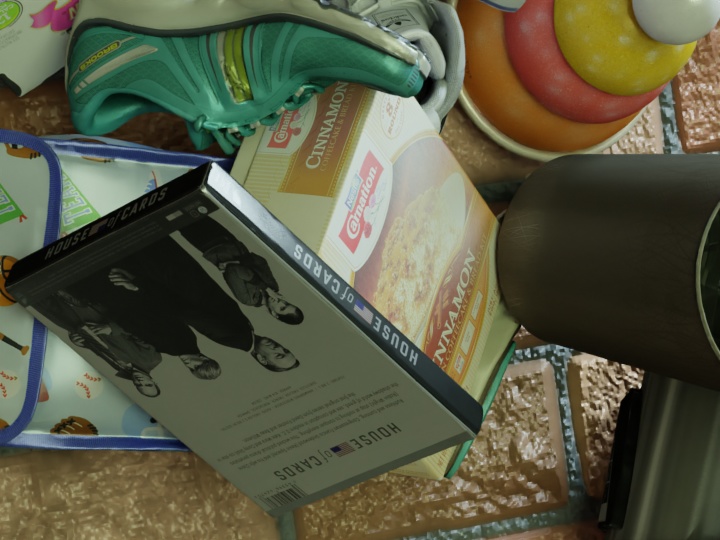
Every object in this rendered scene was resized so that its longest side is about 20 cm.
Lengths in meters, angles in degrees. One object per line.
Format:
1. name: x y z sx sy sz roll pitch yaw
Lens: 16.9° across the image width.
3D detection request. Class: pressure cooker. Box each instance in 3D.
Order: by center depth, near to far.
1. pressure cooker: 0.232 0.150 1.419 0.176 0.179 0.200 17 82 -24

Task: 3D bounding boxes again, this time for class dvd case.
1. dvd case: -0.058 0.040 1.202 0.200 0.150 0.025 43 44 -27

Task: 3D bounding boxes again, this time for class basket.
1. basket: 0.179 -0.002 1.324 0.180 0.200 0.136 18 85 -37

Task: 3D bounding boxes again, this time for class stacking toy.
1. stacking toy: 0.146 -0.139 1.378 0.146 0.200 0.146 0 89 -22

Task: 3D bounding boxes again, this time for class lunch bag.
1. lunch bag: -0.163 0.011 1.289 0.200 0.124 0.170 7 89 -19

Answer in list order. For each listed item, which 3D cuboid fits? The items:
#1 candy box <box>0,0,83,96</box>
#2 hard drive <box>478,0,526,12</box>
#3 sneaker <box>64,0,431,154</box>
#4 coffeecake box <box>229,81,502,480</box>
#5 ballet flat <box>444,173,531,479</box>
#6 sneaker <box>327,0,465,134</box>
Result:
1. candy box: -0.155 -0.196 1.233 0.168 0.200 0.072 -32 64 3
2. hard drive: 0.036 -0.245 1.370 0.132 0.025 0.200 21 46 -20
3. sneaker: -0.059 -0.097 1.232 0.078 0.200 0.080 35 61 -63
4. coffeecake box: 0.000 0.000 1.313 0.200 0.073 0.154 51 52 -52
5. ballet flat: 0.073 0.027 1.425 0.069 0.069 0.200 37 74 -17
6. sneaker: 0.014 -0.162 1.364 0.075 0.115 0.200 -14 95 -6
